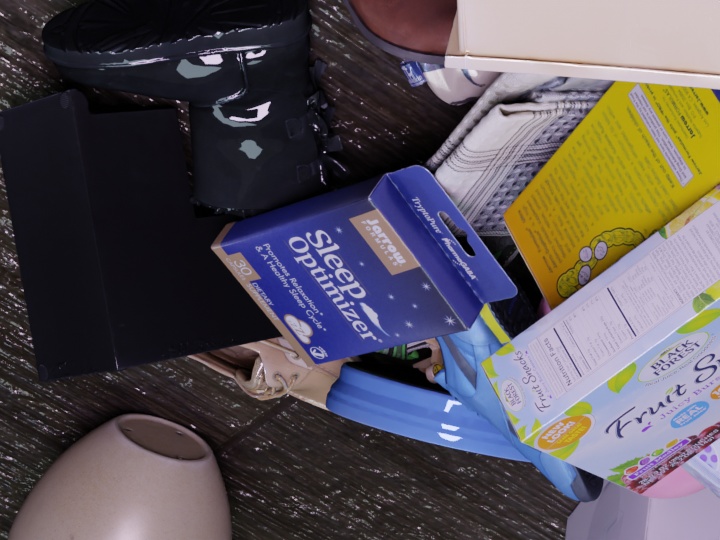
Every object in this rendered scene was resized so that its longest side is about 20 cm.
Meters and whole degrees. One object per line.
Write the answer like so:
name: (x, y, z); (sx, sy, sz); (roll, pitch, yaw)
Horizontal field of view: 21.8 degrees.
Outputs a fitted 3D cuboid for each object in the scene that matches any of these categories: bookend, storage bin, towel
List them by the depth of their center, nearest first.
storage bin: (0.159, -0.205, 1.032); (0.199, 0.199, 0.094); (6, 140, 12)
towel: (0.136, -0.075, 1.248); (0.192, 0.035, 0.200); (0, 150, -29)
bookend: (-0.153, -0.033, 1.388); (0.092, 0.198, 0.201); (-10, 91, 42)

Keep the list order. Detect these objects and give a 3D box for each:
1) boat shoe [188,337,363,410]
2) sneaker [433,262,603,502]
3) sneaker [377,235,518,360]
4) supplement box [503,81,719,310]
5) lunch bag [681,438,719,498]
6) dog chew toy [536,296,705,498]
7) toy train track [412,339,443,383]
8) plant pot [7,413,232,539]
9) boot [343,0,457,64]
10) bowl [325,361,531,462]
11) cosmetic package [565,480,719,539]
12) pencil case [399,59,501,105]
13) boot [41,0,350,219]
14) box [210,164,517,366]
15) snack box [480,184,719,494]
boat shoe: (-0.078, 0.077, 1.534); (0.200, 0.065, 0.071); (27, 139, -13)
sneaker: (0.107, 0.086, 1.347); (0.078, 0.066, 0.200); (-22, 109, 29)
sneaker: (0.061, 0.007, 1.415); (0.085, 0.078, 0.200); (23, 147, -24)
supplement box: (0.202, -0.054, 1.173); (0.109, 0.110, 0.200); (3, 139, -38)
lunch bag: (0.257, 0.055, 1.295); (0.200, 0.170, 0.127); (40, 180, 16)
dog chew toy: (0.205, 0.078, 1.409); (0.124, 0.125, 0.200); (-22, 118, 36)
toy train track: (0.052, 0.056, 1.391); (0.200, 0.033, 0.115); (29, 145, -31)
plant pot: (-0.196, 0.206, 1.651); (0.200, 0.200, 0.135); (19, 104, -4)
boot: (0.020, -0.237, 1.103); (0.188, 0.068, 0.200); (46, 152, 33)
bowl: (0.073, 0.109, 1.457); (0.200, 0.040, 0.201); (12, -179, 0)
cosmetic package: (0.249, 0.257, 1.530); (0.123, 0.200, 0.200); (20, 140, -6)
pencil case: (0.118, -0.171, 1.179); (0.200, 0.078, 0.089); (-19, 143, 35)
boot: (-0.111, -0.112, 1.302); (0.198, 0.073, 0.163); (-6, 130, 2)
box: (0.000, 0.000, 1.285); (0.200, 0.032, 0.121); (-17, 120, 44)
snack box: (0.200, 0.044, 1.146); (0.200, 0.068, 0.169); (-39, 146, 17)
